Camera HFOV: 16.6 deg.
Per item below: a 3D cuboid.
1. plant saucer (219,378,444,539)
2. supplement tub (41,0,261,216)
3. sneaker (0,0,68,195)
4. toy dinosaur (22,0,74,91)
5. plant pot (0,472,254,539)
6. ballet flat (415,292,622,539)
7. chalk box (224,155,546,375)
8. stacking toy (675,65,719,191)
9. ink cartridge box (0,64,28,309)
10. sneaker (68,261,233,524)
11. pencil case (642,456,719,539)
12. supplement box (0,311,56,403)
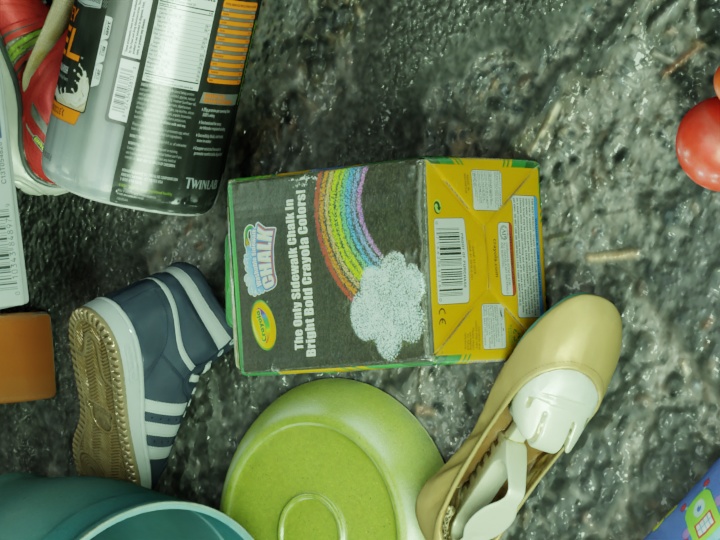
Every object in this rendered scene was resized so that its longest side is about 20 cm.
[{"bbox_3d":[-0.024,0.171,1.599,0.199,0.031,0.201,0,90,39],"label":"plant saucer"},{"bbox_3d":[-0.134,-0.145,1.634,0.122,0.122,0.201,20,101,37],"label":"supplement tub"},{"bbox_3d":[-0.217,-0.154,1.747,0.085,0.077,0.201,-13,83,18],"label":"sneaker"},{"bbox_3d":[-0.185,-0.215,1.669,0.058,0.101,0.200,31,86,47],"label":"toy dinosaur"},{"bbox_3d":[-0.186,0.221,1.608,0.188,0.199,0.201,19,102,51],"label":"plant pot"},{"bbox_3d":[0.100,0.103,1.474,0.200,0.068,0.063,-59,23,30],"label":"ballet flat"},{"bbox_3d":[0.000,0.000,1.525,0.199,0.124,0.125,-4,88,40],"label":"chalk box"},{"bbox_3d":[0.241,-0.127,1.369,0.085,0.085,0.200,50,125,28],"label":"stacking toy"},{"bbox_3d":[-0.298,-0.067,1.761,0.200,0.040,0.201,-8,89,62],"label":"ink cartridge box"},{"bbox_3d":[-0.136,0.083,1.676,0.070,0.108,0.201,33,140,32],"label":"sneaker"},{"bbox_3d":[0.201,0.165,1.385,0.200,0.078,0.087,-53,30,26],"label":"pencil case"},{"bbox_3d":[-0.315,0.071,1.813,0.199,0.066,0.069,-5,89,39],"label":"supplement box"}]
